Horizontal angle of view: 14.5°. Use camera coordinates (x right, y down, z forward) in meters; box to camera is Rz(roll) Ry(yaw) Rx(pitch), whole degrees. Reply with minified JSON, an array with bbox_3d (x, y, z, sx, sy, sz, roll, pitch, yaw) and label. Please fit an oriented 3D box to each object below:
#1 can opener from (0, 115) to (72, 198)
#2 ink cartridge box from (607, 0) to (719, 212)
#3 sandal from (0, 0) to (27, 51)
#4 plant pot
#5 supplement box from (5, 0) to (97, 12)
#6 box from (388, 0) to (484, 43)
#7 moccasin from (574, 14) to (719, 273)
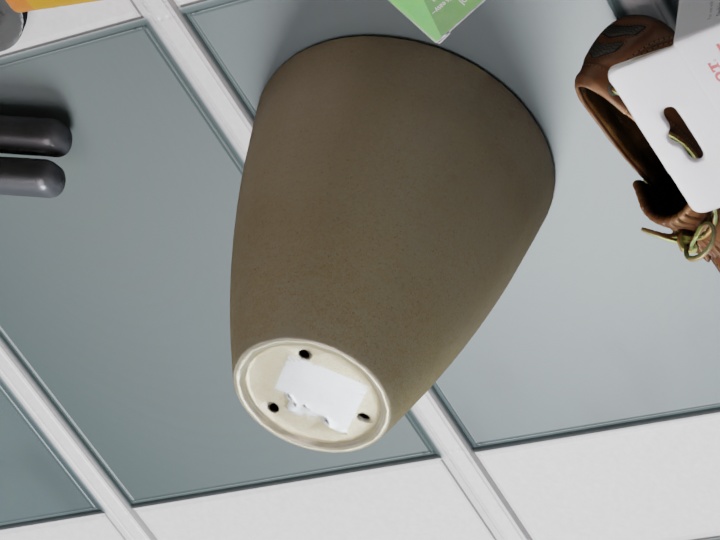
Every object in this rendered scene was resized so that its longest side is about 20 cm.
[{"bbox_3d":[-0.272,-0.072,1.790,0.199,0.054,0.067,4,167,17],"label":"can opener"},{"bbox_3d":[0.244,-0.117,1.494,0.199,0.067,0.116,-19,125,27],"label":"ink cartridge box"},{"bbox_3d":[-0.296,-0.177,1.682,0.199,0.045,0.075,22,138,-1],"label":"sandal"},{"bbox_3d":[0.000,0.000,1.630,0.186,0.201,0.188,11,136,11],"label":"plant pot"},{"bbox_3d":[-0.126,-0.190,1.505,0.199,0.069,0.067,0,137,45],"label":"supplement box"},{"bbox_3d":[0.020,-0.231,1.482,0.200,0.036,0.144,41,119,-19],"label":"box"},{"bbox_3d":[0.184,-0.047,1.585,0.073,0.078,0.202,13,144,49],"label":"moccasin"}]
